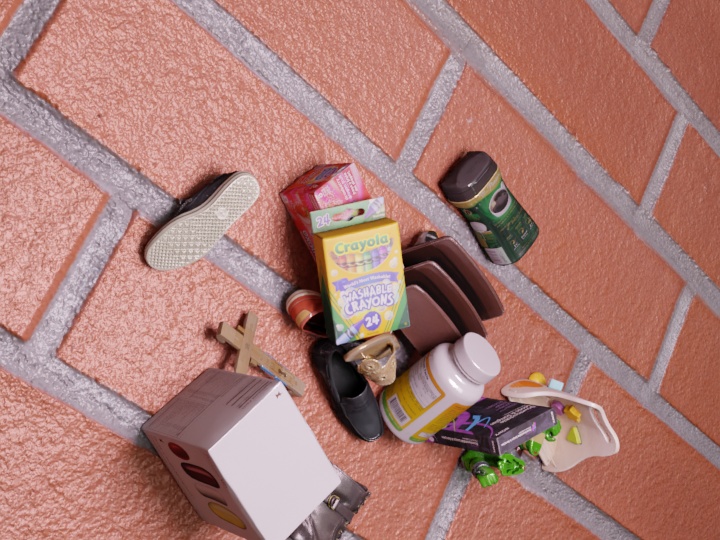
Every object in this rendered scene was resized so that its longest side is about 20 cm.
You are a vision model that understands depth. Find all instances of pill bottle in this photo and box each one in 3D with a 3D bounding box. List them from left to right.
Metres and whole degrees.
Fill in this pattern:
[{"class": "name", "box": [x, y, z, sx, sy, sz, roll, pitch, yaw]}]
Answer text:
[{"class": "pill bottle", "box": [0.132, 0.190, 1.794, 0.111, 0.200, 0.112, 31, 35, -25]}]

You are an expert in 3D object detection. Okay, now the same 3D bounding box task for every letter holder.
[{"class": "letter holder", "box": [0.140, 0.056, 1.816, 0.200, 0.141, 0.101, 51, 34, -32]}]

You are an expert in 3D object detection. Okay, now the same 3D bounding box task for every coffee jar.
[{"class": "coffee jar", "box": [0.228, -0.111, 1.939, 0.104, 0.085, 0.200, -49, 120, -22]}]

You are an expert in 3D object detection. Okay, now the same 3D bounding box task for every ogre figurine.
[{"class": "ogre figurine", "box": [0.256, 0.320, 1.958, 0.098, 0.119, 0.200, 50, 62, -23]}]

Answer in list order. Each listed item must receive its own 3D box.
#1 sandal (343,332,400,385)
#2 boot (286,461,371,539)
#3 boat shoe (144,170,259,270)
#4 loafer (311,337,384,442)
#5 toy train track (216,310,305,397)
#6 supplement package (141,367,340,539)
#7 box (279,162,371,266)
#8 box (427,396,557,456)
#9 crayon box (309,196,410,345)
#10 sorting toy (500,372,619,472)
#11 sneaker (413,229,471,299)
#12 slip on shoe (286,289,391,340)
[{"class": "sandal", "box": [0.037, 0.147, 1.742, 0.070, 0.077, 0.212, 60, 10, 9]}, {"class": "boot", "box": [-0.037, 0.422, 1.767, 0.174, 0.069, 0.200, -50, 117, -24]}, {"class": "boat shoe", "box": [-0.234, -0.074, 1.600, 0.200, 0.062, 0.075, -43, 122, -11]}, {"class": "loafer", "box": [-0.015, 0.199, 1.768, 0.068, 0.070, 0.202, -34, 112, -15]}, {"class": "toy train track", "box": [-0.158, 0.140, 1.683, 0.200, 0.032, 0.116, 42, 44, -38]}, {"class": "supplement package", "box": [-0.173, 0.266, 1.573, 0.147, 0.199, 0.192, -42, 115, -29]}, {"class": "box", "box": [-0.028, -0.062, 1.734, 0.095, 0.099, 0.201, -39, 115, -30]}, {"class": "box", "box": [0.218, 0.263, 1.875, 0.142, 0.199, 0.036, -21, 104, -35]}, {"class": "crayon box", "box": [0.000, 0.000, 1.666, 0.125, 0.052, 0.202, -13, 107, -18]}, {"class": "sorting toy", "box": [0.387, 0.277, 2.019, 0.107, 0.179, 0.201, -43, 117, -28]}, {"class": "sneaker", "box": [0.153, 0.011, 1.897, 0.200, 0.078, 0.078, 54, 38, -35]}, {"class": "slip on shoe", "box": [-0.029, 0.084, 1.748, 0.199, 0.061, 0.074, 17, 123, -37]}]
